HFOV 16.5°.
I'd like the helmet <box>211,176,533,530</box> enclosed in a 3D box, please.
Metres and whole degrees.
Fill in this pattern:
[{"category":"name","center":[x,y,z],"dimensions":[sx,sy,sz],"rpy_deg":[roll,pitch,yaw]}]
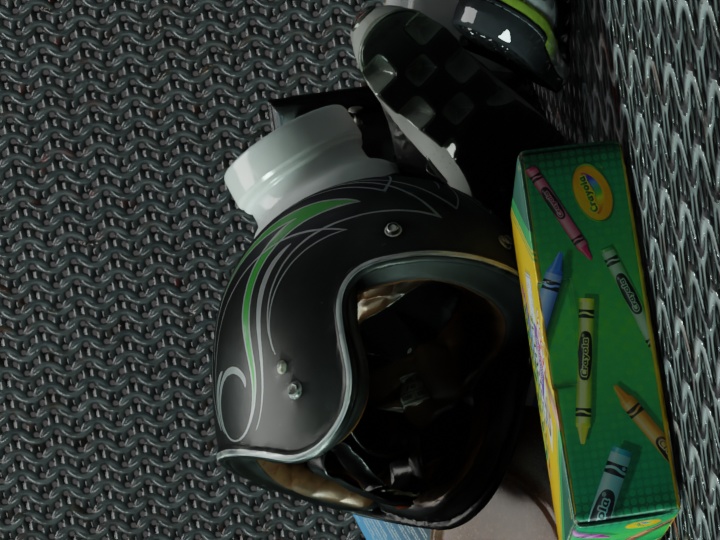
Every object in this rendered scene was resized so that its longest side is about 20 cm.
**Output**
[{"category":"helmet","center":[0.010,0.040,1.464],"dimensions":[0.200,0.199,0.192],"rpy_deg":[83,-158,-76]}]

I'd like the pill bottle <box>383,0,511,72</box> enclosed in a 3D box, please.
[{"category":"pill bottle","center":[0.069,-0.168,1.699],"dimensions":[0.200,0.109,0.110],"rpy_deg":[-93,-4,-87]}]

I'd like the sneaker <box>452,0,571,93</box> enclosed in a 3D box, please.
[{"category":"sneaker","center":[0.104,-0.160,1.475],"dimensions":[0.083,0.071,0.200],"rpy_deg":[-64,-4,0]}]

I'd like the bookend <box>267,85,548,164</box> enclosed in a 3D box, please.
[{"category":"bookend","center":[0.037,-0.071,1.809],"dimensions":[0.199,0.199,0.093],"rpy_deg":[-96,-2,-72]}]

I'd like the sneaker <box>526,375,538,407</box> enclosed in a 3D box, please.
[{"category":"sneaker","center":[0.116,0.085,1.620],"dimensions":[0.200,0.082,0.074],"rpy_deg":[-81,-17,-78]}]

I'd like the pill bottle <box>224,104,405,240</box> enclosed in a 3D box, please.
[{"category":"pill bottle","center":[0.000,0.000,1.625],"dimensions":[0.201,0.116,0.116],"rpy_deg":[59,176,9]}]

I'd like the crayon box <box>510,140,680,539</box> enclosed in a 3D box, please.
[{"category":"crayon box","center":[0.123,0.044,1.330],"dimensions":[0.119,0.058,0.201],"rpy_deg":[84,179,-75]}]

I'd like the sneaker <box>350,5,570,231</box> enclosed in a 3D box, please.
[{"category":"sneaker","center":[0.067,-0.089,1.516],"dimensions":[0.200,0.074,0.089],"rpy_deg":[50,179,-20]}]

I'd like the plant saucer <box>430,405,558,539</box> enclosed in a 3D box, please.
[{"category":"plant saucer","center":[0.099,0.183,1.495],"dimensions":[0.200,0.037,0.201],"rpy_deg":[18,113,52]}]

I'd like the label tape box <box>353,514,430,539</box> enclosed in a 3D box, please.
[{"category":"label tape box","center":[0.047,0.136,1.765],"dimensions":[0.201,0.063,0.144],"rpy_deg":[95,153,-43]}]

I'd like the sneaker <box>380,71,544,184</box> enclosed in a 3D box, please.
[{"category":"sneaker","center":[0.070,-0.073,1.607],"dimensions":[0.060,0.104,0.200],"rpy_deg":[-56,-40,-41]}]
